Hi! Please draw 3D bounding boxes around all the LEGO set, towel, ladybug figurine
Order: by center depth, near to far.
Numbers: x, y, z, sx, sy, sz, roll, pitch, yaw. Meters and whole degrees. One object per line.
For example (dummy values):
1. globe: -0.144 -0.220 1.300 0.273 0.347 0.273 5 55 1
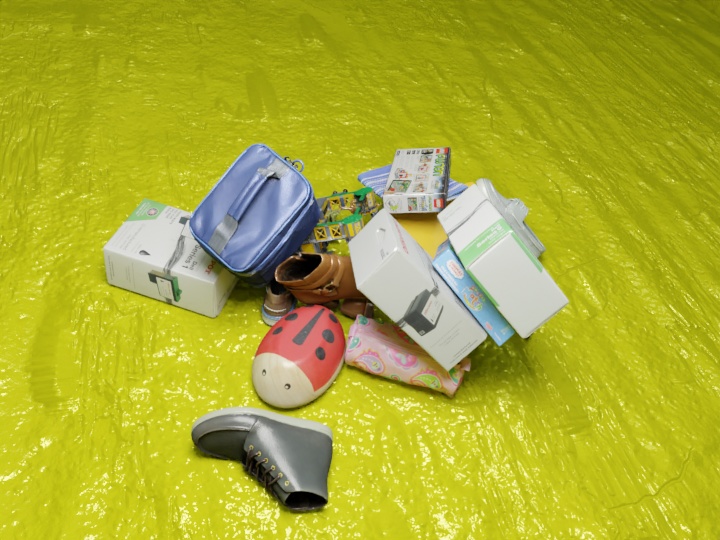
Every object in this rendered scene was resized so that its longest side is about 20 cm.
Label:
1. ladybug figurine: -0.091 0.121 0.992 0.133 0.073 0.201 22 43 10
2. LEGO set: -0.032 -0.058 1.146 0.149 0.119 0.201 -12 25 8
3. towel: 0.093 -0.165 1.196 0.141 0.024 0.200 -18 31 -19

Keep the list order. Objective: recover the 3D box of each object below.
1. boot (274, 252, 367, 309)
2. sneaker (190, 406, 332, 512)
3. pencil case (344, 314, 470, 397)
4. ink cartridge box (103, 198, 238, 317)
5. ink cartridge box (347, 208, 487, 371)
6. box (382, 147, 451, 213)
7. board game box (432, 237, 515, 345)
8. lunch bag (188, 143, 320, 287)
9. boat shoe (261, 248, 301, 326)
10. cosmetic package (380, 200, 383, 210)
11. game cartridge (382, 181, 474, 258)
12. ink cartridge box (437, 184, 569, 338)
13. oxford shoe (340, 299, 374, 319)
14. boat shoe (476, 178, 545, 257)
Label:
1. boot: -0.028 -0.006 1.012 0.195 0.155 0.079 -20 65 18
2. sneaker: -0.131 0.250 0.843 0.194 0.076 0.108 7 40 -8
3. pencil case: 0.073 0.134 1.009 0.195 0.089 0.088 17 42 5
4. ink cartridge box: -0.306 -0.024 1.081 0.195 0.086 0.148 16 43 4
5. ink cartridge box: 0.079 0.026 0.932 0.200 0.083 0.146 43 15 -24
6. box: 0.106 -0.165 1.145 0.107 0.036 0.202 0 32 12
7. board game box: 0.175 0.023 0.991 0.152 0.036 0.200 50 12 -1
8. lunch bag: -0.153 -0.088 0.974 0.135 0.132 0.202 37 85 11
9. boat shoe: -0.124 0.002 1.108 0.070 0.074 0.203 9 43 -4
10. cosmetic package: 0.138 -0.092 1.248 0.194 0.109 0.086 4 42 -8
11. game cartridge: 0.158 -0.063 1.148 0.195 0.033 0.179 -17 63 -18
12. ink cartridge box: 0.199 -0.022 0.927 0.146 0.084 0.201 45 14 -22
13. oxford shoe: 0.000 0.000 1.146 0.069 0.073 0.203 8 44 2
14. boat shoe: 0.297 -0.105 1.250 0.203 0.071 0.070 54 19 -17
